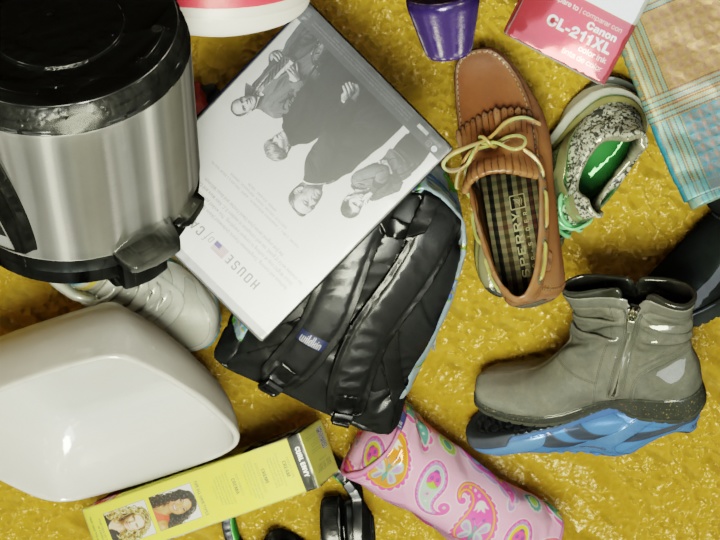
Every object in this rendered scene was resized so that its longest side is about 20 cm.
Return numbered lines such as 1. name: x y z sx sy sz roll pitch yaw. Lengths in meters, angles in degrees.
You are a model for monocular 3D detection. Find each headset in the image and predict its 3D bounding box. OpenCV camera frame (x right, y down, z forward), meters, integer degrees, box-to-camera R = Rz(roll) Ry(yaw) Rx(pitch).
1. headset: -0.037 0.244 1.484 0.123 0.094 0.200 -31 103 10

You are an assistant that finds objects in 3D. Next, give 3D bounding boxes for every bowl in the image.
1. bowl: -0.212 0.099 1.369 0.199 0.075 0.200 -19 145 19

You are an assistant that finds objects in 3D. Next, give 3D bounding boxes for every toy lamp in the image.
1. toy lamp: 0.055 -0.253 1.280 0.058 0.058 0.201 -7 114 -2

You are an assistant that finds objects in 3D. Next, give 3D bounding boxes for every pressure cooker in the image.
1. pressure cooker: -0.192 -0.088 1.177 0.178 0.176 0.201 5 138 3

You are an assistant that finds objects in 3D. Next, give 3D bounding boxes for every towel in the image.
1. towel: 0.276 -0.163 1.318 0.146 0.022 0.201 -23 90 5

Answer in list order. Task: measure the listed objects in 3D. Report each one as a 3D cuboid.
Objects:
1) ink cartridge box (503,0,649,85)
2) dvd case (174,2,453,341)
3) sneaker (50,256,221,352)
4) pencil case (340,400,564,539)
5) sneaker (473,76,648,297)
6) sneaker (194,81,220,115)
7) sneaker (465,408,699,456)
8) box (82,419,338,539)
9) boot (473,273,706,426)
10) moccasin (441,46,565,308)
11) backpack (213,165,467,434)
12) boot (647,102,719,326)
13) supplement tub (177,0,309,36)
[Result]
1. ink cartridge box: 0.184 -0.245 1.231 0.083 0.146 0.201 28 107 1
2. dvd case: -0.054 -0.071 1.272 0.150 0.025 0.200 45 95 -3
3. sneaker: -0.193 0.007 1.363 0.200 0.081 0.077 36 105 -21
4. pencil case: 0.078 0.185 1.476 0.200 0.088 0.087 37 107 -19
5. sneaker: 0.157 -0.055 1.365 0.077 0.089 0.200 28 110 -18
6. sneaker: -0.153 -0.113 1.316 0.098 0.071 0.201 -35 112 10
7. sneaker: 0.190 0.134 1.473 0.199 0.066 0.079 -15 120 1
8. box: -0.122 0.181 1.436 0.199 0.075 0.050 -21 90 14
9. boot: 0.178 0.055 1.400 0.199 0.068 0.131 -2 127 21
10. moccasin: 0.105 -0.072 1.321 0.073 0.078 0.203 -7 83 19
11. backpack: 0.000 0.000 1.357 0.162 0.154 0.200 22 125 -7
12. boot: 0.282 -0.059 1.387 0.198 0.073 0.163 -29 116 3
13. supplement tub: -0.101 -0.275 1.205 0.139 0.141 0.201 -1 116 -5
